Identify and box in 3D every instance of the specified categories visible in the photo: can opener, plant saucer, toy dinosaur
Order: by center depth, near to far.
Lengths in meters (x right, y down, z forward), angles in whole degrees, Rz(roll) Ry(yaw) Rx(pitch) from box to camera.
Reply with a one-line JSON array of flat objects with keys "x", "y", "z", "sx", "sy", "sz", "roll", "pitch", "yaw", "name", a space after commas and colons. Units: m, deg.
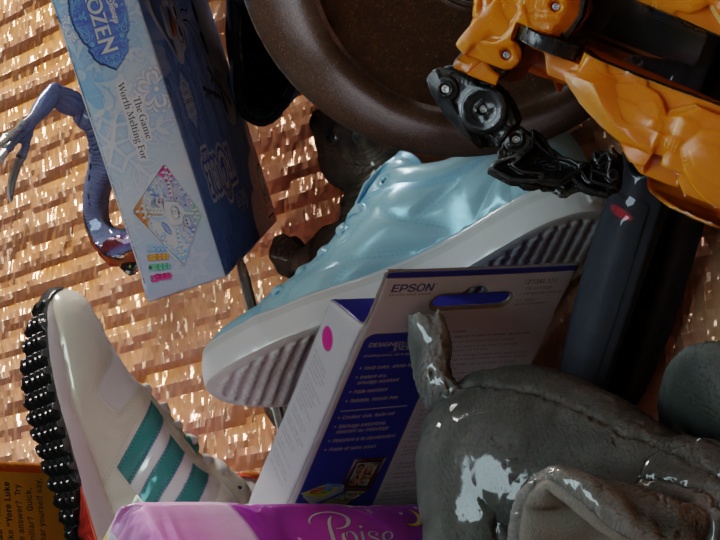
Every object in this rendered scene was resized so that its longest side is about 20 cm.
[{"x": 0.126, "y": -0.027, "z": 1.031, "sx": 0.079, "sy": 0.063, "sz": 0.200, "roll": 45, "pitch": 120, "yaw": 44, "name": "can opener"}, {"x": 0.048, "y": -0.138, "z": 1.035, "sx": 0.032, "sy": 0.200, "sz": 0.201, "roll": -109, "pitch": 38, "yaw": -67, "name": "plant saucer"}, {"x": -0.113, "y": -0.096, "z": 1.365, "sx": 0.105, "sy": 0.200, "sz": 0.182, "roll": 23, "pitch": 133, "yaw": 11, "name": "toy dinosaur"}]

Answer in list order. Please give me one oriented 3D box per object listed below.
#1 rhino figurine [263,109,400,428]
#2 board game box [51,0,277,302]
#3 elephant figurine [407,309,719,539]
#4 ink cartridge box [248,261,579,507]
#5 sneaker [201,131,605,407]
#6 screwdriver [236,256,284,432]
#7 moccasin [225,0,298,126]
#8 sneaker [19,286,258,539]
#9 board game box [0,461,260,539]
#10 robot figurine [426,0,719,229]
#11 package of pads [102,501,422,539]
[{"x": 0.000, "y": 0.000, "z": 1.187, "sx": 0.087, "sy": 0.060, "sz": 0.201, "roll": 0, "pitch": 89, "yaw": 56, "name": "rhino figurine"}, {"x": -0.098, "y": -0.099, "z": 1.191, "sx": 0.200, "sy": 0.043, "sz": 0.200, "roll": -63, "pitch": -43, "yaw": -80, "name": "board game box"}, {"x": 0.121, "y": 0.098, "z": 0.974, "sx": 0.200, "sy": 0.155, "sz": 0.142, "roll": -10, "pitch": 60, "yaw": 49, "name": "elephant figurine"}, {"x": 0.017, "y": 0.060, "z": 1.100, "sx": 0.037, "sy": 0.094, "sz": 0.200, "roll": 65, "pitch": 145, "yaw": 37, "name": "ink cartridge box"}, {"x": 0.015, "y": -0.006, "z": 1.124, "sx": 0.200, "sy": 0.074, "sz": 0.082, "roll": -24, "pitch": 55, "yaw": 8, "name": "sneaker"}, {"x": -0.039, "y": 0.079, "z": 1.178, "sx": 0.029, "sy": 0.028, "sz": 0.200, "roll": -2, "pitch": 121, "yaw": 27, "name": "screwdriver"}, {"x": -0.025, "y": -0.143, "z": 1.196, "sx": 0.200, "sy": 0.080, "sz": 0.068, "roll": 96, "pitch": -178, "yaw": -54, "name": "moccasin"}, {"x": -0.096, "y": 0.098, "z": 1.185, "sx": 0.070, "sy": 0.093, "sz": 0.200, "roll": -26, "pitch": 82, "yaw": 70, "name": "sneaker"}, {"x": -0.175, "y": 0.219, "z": 1.270, "sx": 0.200, "sy": 0.199, "sz": 0.201, "roll": -27, "pitch": 64, "yaw": 47, "name": "board game box"}, {"x": 0.125, "y": -0.084, "z": 0.960, "sx": 0.200, "sy": 0.058, "sz": 0.145, "roll": 24, "pitch": 104, "yaw": 13, "name": "robot figurine"}, {"x": -0.011, "y": 0.158, "z": 1.072, "sx": 0.121, "sy": 0.200, "sz": 0.076, "roll": 59, "pitch": 134, "yaw": 42, "name": "package of pads"}]
